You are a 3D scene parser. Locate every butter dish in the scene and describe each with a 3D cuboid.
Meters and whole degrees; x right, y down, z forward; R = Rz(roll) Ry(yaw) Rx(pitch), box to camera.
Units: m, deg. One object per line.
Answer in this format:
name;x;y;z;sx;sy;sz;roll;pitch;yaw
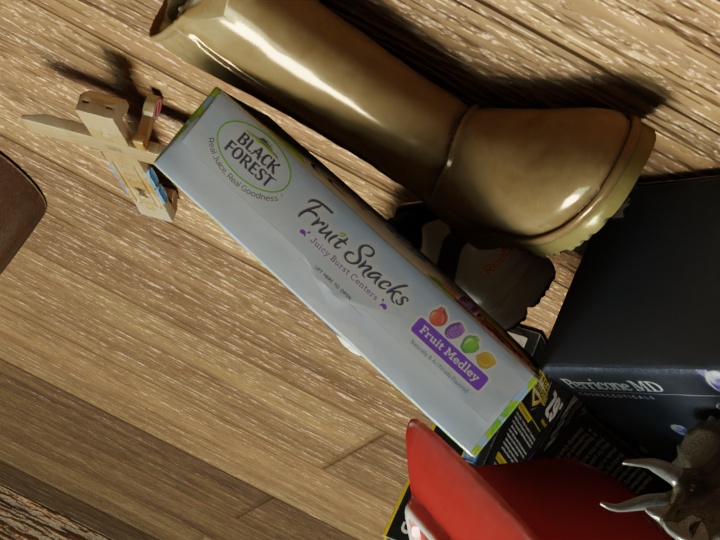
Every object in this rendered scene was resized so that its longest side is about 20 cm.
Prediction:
butter dish;0.120;0.175;0.854;0.200;0.146;0.201;-143;40;-67

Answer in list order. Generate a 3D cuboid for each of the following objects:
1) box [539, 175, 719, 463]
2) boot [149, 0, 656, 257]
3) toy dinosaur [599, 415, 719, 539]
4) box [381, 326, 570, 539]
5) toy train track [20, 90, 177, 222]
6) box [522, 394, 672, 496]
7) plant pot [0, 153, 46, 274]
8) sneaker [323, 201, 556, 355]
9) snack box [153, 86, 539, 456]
box;0.213;0.050;0.807;0.199;0.108;0.148;36;159;-27
boot;0.013;-0.081;0.781;0.199;0.067;0.175;33;160;-18
toy dinosaur;0.184;0.118;0.776;0.102;0.077;0.200;32;173;24
box;0.095;0.147;1.140;0.049;0.161;0.200;14;159;27
toy train track;-0.138;-0.075;1.051;0.114;0.033;0.200;15;166;7
box;0.188;0.148;0.962;0.199;0.122;0.106;39;121;4
plant pot;-0.358;-0.002;1.256;0.185;0.201;0.187;22;161;8
sneaker;0.030;-0.004;0.985;0.080;0.074;0.199;46;151;-16
snack box;0.000;0.000;0.840;0.200;0.053;0.142;42;-177;5
